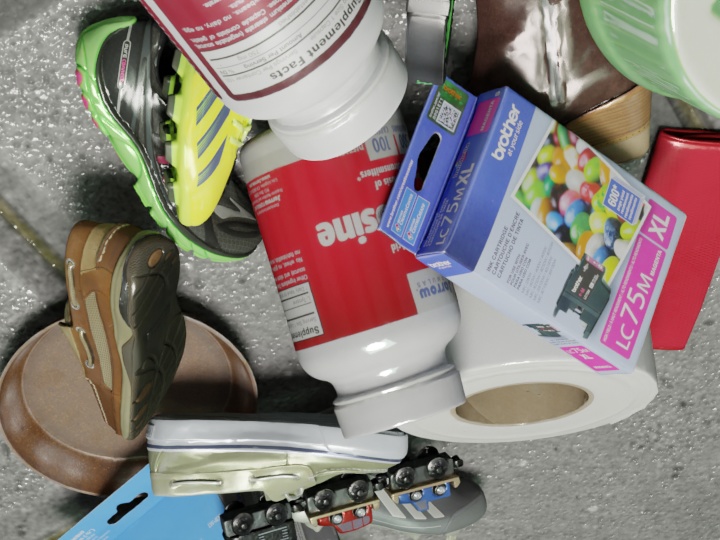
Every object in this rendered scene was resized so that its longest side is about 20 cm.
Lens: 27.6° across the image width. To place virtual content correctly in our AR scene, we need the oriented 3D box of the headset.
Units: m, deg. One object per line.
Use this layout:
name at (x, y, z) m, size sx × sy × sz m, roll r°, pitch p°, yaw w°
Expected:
headset at (0.034, -0.211, 0.860) m, size 0.093 × 0.124 × 0.202 m, roll 8°, pitch 113°, yaw 3°

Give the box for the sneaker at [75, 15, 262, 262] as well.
sneaker at (-0.110, -0.082, 0.961) m, size 0.083 × 0.077 × 0.201 m, roll -21°, pitch 131°, yaw 14°

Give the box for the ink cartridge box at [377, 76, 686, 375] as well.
ink cartridge box at (0.113, -0.030, 0.933) m, size 0.199 × 0.120 × 0.042 m, roll 30°, pitch 161°, yaw -23°

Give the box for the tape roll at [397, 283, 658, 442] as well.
tape roll at (0.115, 0.066, 1.068) m, size 0.200 × 0.072 × 0.203 m, roll -4°, pitch 157°, yaw -2°

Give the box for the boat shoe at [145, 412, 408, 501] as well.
boat shoe at (-0.063, 0.141, 1.106) m, size 0.197 × 0.072 × 0.063 m, roll 2°, pitch 92°, yaw -1°

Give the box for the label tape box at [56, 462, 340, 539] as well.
label tape box at (-0.130, 0.236, 1.199) m, size 0.144 × 0.064 × 0.199 m, roll -40°, pitch 139°, yaw 22°

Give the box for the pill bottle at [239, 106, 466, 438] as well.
pill bottle at (0.000, 0.000, 0.948) m, size 0.111 × 0.112 × 0.202 m, roll -17°, pitch 89°, yaw 6°

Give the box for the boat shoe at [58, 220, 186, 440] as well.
boat shoe at (-0.168, 0.036, 1.018) m, size 0.073 × 0.076 × 0.201 m, roll 24°, pitch 138°, yaw 13°

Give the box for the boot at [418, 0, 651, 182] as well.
boot at (0.091, -0.132, 0.974) m, size 0.198 × 0.073 × 0.168 m, roll -16°, pitch 118°, yaw 6°

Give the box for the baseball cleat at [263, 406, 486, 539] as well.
baseball cleat at (0.022, 0.164, 1.190) m, size 0.198 × 0.070 × 0.108 m, roll 3°, pitch 112°, yaw -25°

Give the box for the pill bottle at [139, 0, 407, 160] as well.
pill bottle at (-0.058, -0.158, 0.792) m, size 0.112 × 0.114 × 0.200 m, roll -28°, pitch 129°, yaw 14°

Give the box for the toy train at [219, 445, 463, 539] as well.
toy train at (-0.011, 0.181, 1.138) m, size 0.198 × 0.034 × 0.046 m, roll -14°, pitch 108°, yaw -14°

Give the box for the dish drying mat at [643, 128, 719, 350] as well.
dish drying mat at (0.236, -0.019, 1.107) m, size 0.076 × 0.018 × 0.202 m, roll 2°, pitch 130°, yaw -9°

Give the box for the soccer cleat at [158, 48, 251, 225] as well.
soccer cleat at (-0.076, -0.125, 0.889) m, size 0.083 × 0.065 × 0.203 m, roll 7°, pitch 94°, yaw -15°

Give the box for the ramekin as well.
ramekin at (0.240, -0.186, 0.884) m, size 0.197 × 0.098 × 0.202 m, roll -8°, pitch 118°, yaw -15°

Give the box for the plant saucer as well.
plant saucer at (-0.178, 0.095, 1.124) m, size 0.197 × 0.035 × 0.202 m, roll -4°, pitch 129°, yaw -5°
